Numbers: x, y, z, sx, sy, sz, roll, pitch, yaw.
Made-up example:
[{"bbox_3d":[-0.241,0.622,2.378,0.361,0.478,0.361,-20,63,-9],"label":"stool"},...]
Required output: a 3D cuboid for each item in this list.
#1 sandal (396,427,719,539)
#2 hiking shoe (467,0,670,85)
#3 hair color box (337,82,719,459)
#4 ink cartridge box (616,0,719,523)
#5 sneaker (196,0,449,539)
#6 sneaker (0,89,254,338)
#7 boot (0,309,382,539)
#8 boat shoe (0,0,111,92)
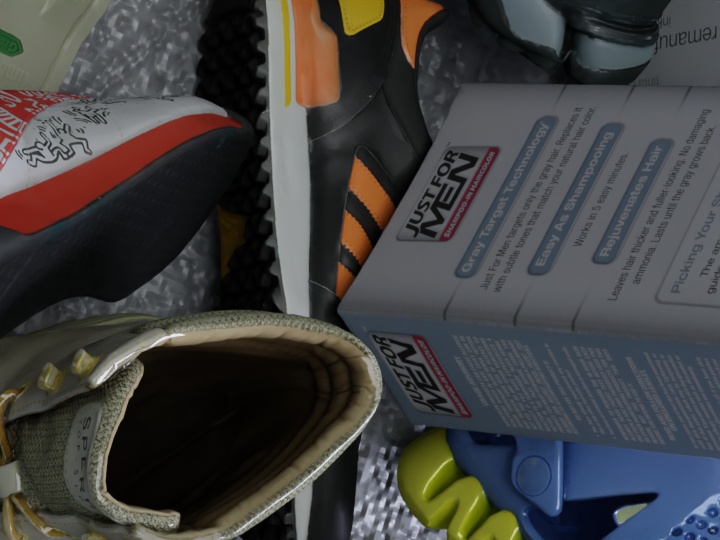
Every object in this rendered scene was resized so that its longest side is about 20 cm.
[{"bbox_3d":[0.097,0.086,0.767,0.079,0.200,0.087,5,118,-54],"label":"sandal"},{"bbox_3d":[0.022,-0.138,0.795,0.199,0.074,0.087,22,109,-18],"label":"hiking shoe"},{"bbox_3d":[0.103,0.000,0.727,0.099,0.199,0.061,-60,137,-30],"label":"hair color box"},{"bbox_3d":[0.154,-0.011,0.825,0.087,0.145,0.201,2,86,-38],"label":"ink cartridge box"},{"bbox_3d":[0.000,0.000,0.796,0.090,0.070,0.201,-2,86,-24],"label":"sneaker"},{"bbox_3d":[-0.114,-0.036,0.683,0.108,0.067,0.201,37,27,11],"label":"sneaker"},{"bbox_3d":[-0.107,0.058,0.692,0.199,0.155,0.072,-19,96,-26],"label":"boot"},{"bbox_3d":[-0.136,-0.063,0.743,0.072,0.068,0.200,36,85,-43],"label":"boat shoe"}]
